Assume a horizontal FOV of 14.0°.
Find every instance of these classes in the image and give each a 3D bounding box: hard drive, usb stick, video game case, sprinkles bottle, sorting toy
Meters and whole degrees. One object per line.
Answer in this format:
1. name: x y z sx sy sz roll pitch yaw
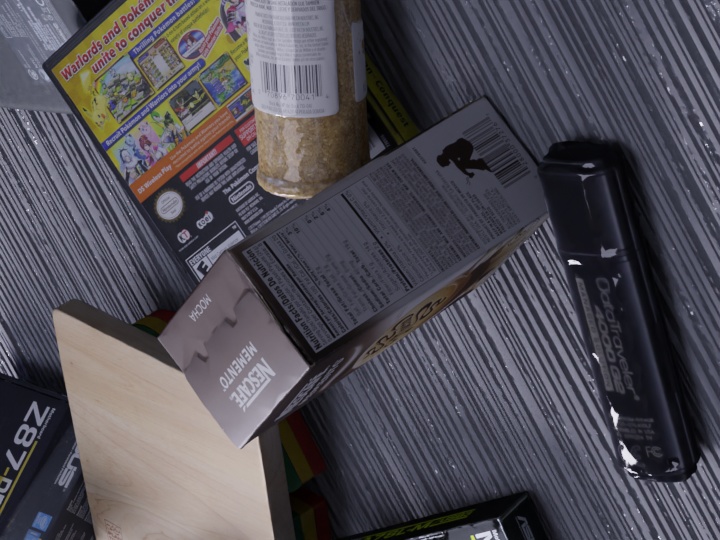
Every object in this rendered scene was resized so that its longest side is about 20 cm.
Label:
1. hard drive: -0.217 -0.160 1.867 0.200 0.033 0.140 8 138 48
2. usb stick: 0.142 0.023 1.590 0.055 0.033 0.201 4 119 42
3. video game case: -0.078 -0.100 1.727 0.200 0.025 0.181 -36 87 40
4. sprinkles bottle: -0.032 -0.143 1.615 0.068 0.068 0.201 18 120 43
5. sorting toy: -0.101 0.123 1.941 0.200 0.069 0.200 24 133 40

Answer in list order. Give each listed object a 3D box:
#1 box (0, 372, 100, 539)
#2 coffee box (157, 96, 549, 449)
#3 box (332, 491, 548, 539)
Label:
1. box: -0.255 0.180 2.079 0.161 0.201 0.049 16 166 45
2. coffee box: 0.000 0.000 1.599 0.080 0.200 0.113 53 146 7
3. box: 0.057 0.251 1.808 0.193 0.047 0.201 -19 99 33
